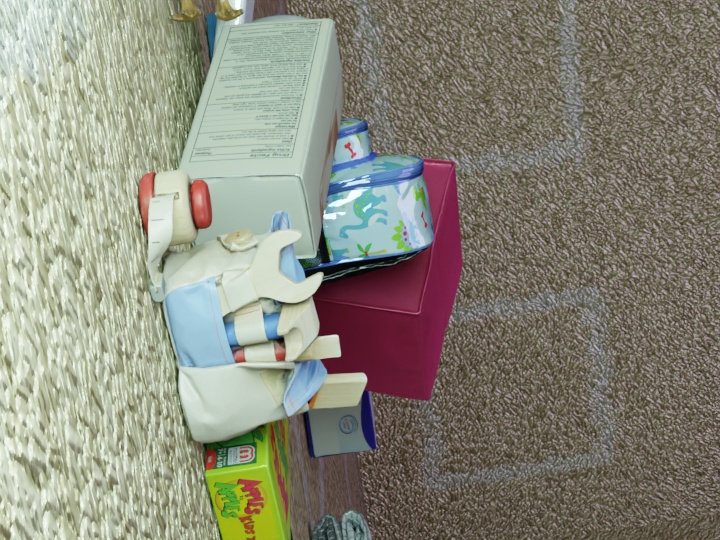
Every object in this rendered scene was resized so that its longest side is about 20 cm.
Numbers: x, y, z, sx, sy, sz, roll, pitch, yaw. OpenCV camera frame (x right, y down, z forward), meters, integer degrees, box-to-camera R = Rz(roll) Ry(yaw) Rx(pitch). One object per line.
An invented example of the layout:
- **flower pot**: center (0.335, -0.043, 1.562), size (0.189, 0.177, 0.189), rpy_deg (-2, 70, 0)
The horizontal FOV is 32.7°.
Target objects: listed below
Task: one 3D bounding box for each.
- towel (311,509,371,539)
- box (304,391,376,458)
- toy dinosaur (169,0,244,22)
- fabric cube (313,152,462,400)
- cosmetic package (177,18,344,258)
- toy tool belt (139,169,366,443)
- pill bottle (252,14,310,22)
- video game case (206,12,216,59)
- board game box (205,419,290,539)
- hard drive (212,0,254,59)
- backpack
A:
- **towel**: center (-0.015, 0.448, 1.638), size (0.201, 0.084, 0.167), rpy_deg (-99, -178, -49)
- **box**: center (-0.037, 0.169, 1.909), size (0.200, 0.103, 0.186), rpy_deg (-97, 179, -81)
- **toy dinosaur**: center (-0.133, -0.259, 1.023), size (0.200, 0.060, 0.108), rpy_deg (72, 8, -87)
- **fabric cube**: center (0.000, 0.000, 1.370), size (0.200, 0.194, 0.202), rpy_deg (78, 25, -57)
- **cosmetic package**: center (-0.074, -0.108, 0.986), size (0.201, 0.102, 0.088), rpy_deg (-80, 166, -44)
- **toy tool belt**: center (-0.066, 0.017, 0.814), size (0.125, 0.121, 0.202), rpy_deg (-97, 178, -58)
- **pill bottle**: center (-0.091, -0.200, 1.499), size (0.113, 0.111, 0.203), rpy_deg (78, 4, -78)
- **video game case**: center (-0.115, -0.180, 1.339), size (0.200, 0.018, 0.145), rpy_deg (27, 54, -72)
- **board game box**: center (-0.086, 0.124, 0.962), size (0.201, 0.047, 0.103), rpy_deg (-97, 179, -55)
- **hard drive**: center (-0.116, -0.225, 1.130), size (0.132, 0.026, 0.203), rpy_deg (-99, -164, -79)
- **backpack**: center (-0.034, -0.065, 1.142), size (0.183, 0.197, 0.149), rpy_deg (-89, 171, -80)
